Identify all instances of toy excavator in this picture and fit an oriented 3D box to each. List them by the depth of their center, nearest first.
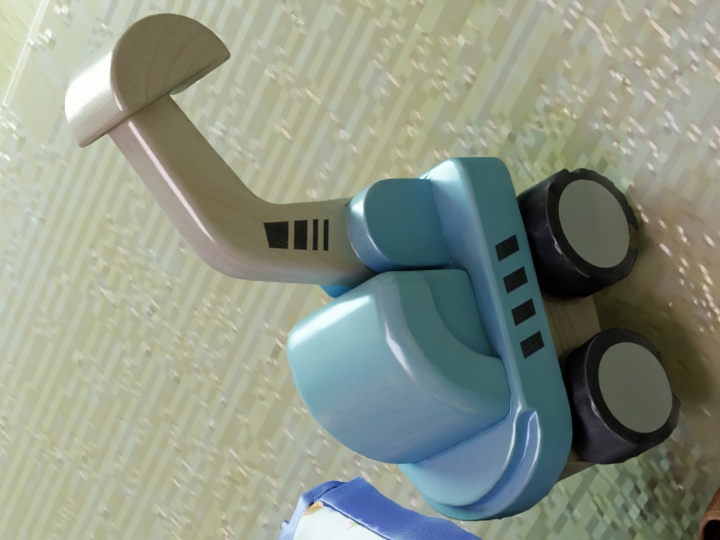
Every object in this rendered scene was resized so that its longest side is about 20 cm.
[{"bbox_3d":[0.000,0.000,1.081,0.100,0.199,0.195,-29,71,47],"label":"toy excavator"}]

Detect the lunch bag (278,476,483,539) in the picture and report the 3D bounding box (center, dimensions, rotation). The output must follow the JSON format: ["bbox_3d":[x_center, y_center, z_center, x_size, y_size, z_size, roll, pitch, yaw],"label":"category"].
[{"bbox_3d":[0.053,0.183,1.112,0.170,0.124,0.201,21,137,53],"label":"lunch bag"}]

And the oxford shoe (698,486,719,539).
[{"bbox_3d":[0.154,0.166,1.095,0.071,0.071,0.201,3,112,42],"label":"oxford shoe"}]
